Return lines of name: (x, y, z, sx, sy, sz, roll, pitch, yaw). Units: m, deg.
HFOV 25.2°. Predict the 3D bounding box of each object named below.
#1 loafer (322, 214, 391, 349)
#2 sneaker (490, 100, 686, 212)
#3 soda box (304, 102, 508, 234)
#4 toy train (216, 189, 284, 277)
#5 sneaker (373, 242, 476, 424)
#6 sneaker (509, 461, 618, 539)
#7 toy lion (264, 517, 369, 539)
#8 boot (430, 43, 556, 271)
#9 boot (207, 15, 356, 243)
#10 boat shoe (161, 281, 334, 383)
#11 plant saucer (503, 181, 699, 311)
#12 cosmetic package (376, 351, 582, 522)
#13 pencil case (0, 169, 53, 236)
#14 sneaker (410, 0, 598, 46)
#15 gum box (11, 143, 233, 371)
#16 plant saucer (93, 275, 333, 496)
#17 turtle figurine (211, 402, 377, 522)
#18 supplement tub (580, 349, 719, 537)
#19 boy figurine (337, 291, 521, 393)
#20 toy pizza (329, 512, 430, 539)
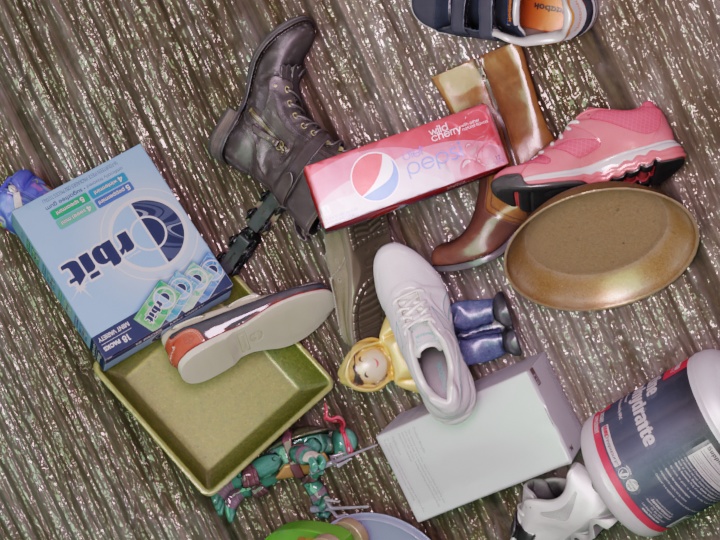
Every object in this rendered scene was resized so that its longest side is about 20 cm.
loafer: (0.000, 0.000, 1.761, 0.068, 0.075, 0.202, 30, 130, 54)
sneaker: (0.223, -0.118, 1.624, 0.198, 0.074, 0.088, -13, 70, -4)
soda box: (0.045, -0.102, 1.626, 0.198, 0.063, 0.071, -20, 86, -2)
toy train: (-0.098, -0.072, 1.793, 0.034, 0.046, 0.201, 40, 115, 6)
sneaker: (0.066, 0.058, 1.659, 0.070, 0.080, 0.202, -24, 75, 5)
sneaker: (0.197, 0.270, 1.737, 0.089, 0.074, 0.200, 48, 127, 3)
toy lion: (-0.071, 0.387, 1.862, 0.190, 0.069, 0.202, -2, 105, 33)
boot: (0.122, -0.115, 1.685, 0.187, 0.068, 0.202, -26, 92, 25)
boot: (-0.055, -0.150, 1.708, 0.173, 0.069, 0.201, 34, 99, 26)
boat shoe: (-0.124, 0.057, 1.787, 0.063, 0.198, 0.072, 51, 160, 42)
plant saucer: (0.241, -0.031, 1.626, 0.198, 0.036, 0.201, -3, 143, -2)
cosmetic package: (0.131, 0.182, 1.749, 0.199, 0.081, 0.114, -24, 94, 23)
pencil case: (-0.342, -0.044, 1.872, 0.199, 0.087, 0.078, 31, 75, 10)
sneaker: (0.137, -0.272, 1.635, 0.198, 0.079, 0.079, 6, 106, 21)
gum box: (-0.266, -0.017, 1.796, 0.201, 0.169, 0.045, 55, 158, 12)
plant saucer: (-0.166, 0.125, 1.815, 0.200, 0.199, 0.048, 46, 158, 9)
turtle figurine: (-0.069, 0.228, 1.829, 0.198, 0.150, 0.101, -18, 53, 4)
supplement tub: (0.337, 0.168, 1.632, 0.199, 0.140, 0.141, -34, 90, 24)
boy figurine: (0.068, 0.077, 1.728, 0.198, 0.064, 0.126, -14, 98, 2)
toy pizza: (0.028, 0.370, 1.860, 0.198, 0.032, 0.203, 7, 109, 22)
